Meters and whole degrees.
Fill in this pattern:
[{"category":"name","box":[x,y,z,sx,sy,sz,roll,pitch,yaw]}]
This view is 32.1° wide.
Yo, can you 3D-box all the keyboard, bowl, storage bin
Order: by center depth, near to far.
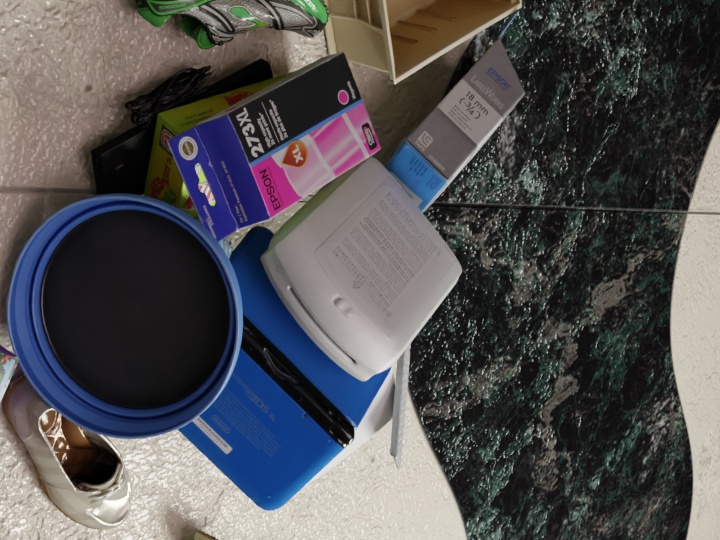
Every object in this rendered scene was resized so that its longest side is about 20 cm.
[{"category":"bowl","box":[-0.191,0.036,1.029,0.039,0.197,0.204,-51,154,-76]},{"category":"keyboard","box":[-0.159,-0.137,1.104,0.199,0.039,0.105,-36,151,-33]},{"category":"storage bin","box":[0.055,-0.320,1.208,0.199,0.093,0.201,-35,131,-33]},{"category":"keyboard","box":[0.048,0.115,1.386,0.056,0.010,0.203,61,32,-66]}]

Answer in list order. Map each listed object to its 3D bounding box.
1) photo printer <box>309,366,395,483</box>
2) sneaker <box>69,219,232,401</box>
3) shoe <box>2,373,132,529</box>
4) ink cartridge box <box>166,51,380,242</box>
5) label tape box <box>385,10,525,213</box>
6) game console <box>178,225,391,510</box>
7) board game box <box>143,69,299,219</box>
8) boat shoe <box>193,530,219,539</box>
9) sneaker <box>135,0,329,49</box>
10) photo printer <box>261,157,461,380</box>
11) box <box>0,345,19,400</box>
[{"category":"photo printer","box":[-0.038,0.102,1.312,0.166,0.069,0.203,-33,129,-35]},{"category":"sneaker","box":[-0.177,0.039,1.097,0.200,0.079,0.095,-45,177,15]},{"category":"shoe","box":[-0.252,0.172,1.113,0.070,0.053,0.201,-47,136,-24]},{"category":"ink cartridge box","box":[-0.069,-0.108,1.071,0.199,0.037,0.096,-35,109,-38]},{"category":"label tape box","box":[0.108,-0.156,1.308,0.200,0.063,0.144,-49,180,-21]},{"category":"game console","box":[-0.092,0.093,1.201,0.171,0.118,0.200,-43,100,13]},{"category":"board game box","box":[-0.101,-0.112,1.132,0.199,0.048,0.102,-26,146,-42]},{"category":"boat shoe","box":[-0.133,0.345,1.313,0.063,0.073,0.201,-49,138,-25]},{"category":"sneaker","box":[-0.113,-0.233,1.083,0.198,0.078,0.086,7,109,-41]},{"category":"photo printer","box":[0.000,0.000,1.209,0.167,0.069,0.200,50,39,-7]},{"category":"box","box":[-0.367,0.137,0.976,0.136,0.039,0.202,27,86,-51]}]
